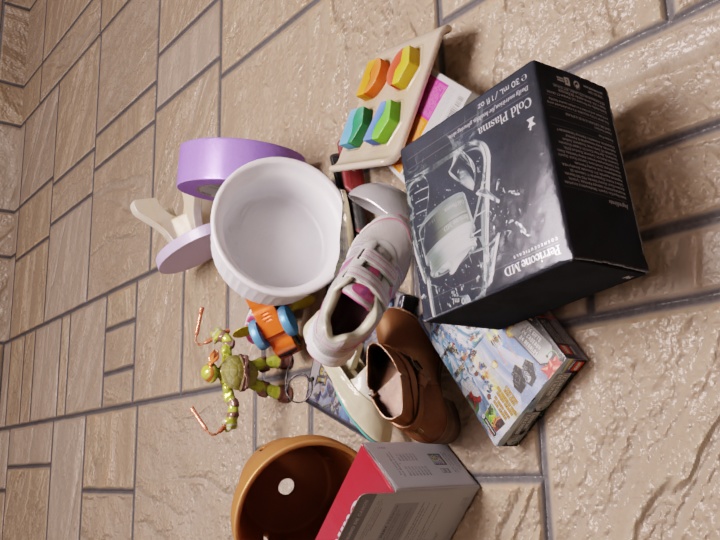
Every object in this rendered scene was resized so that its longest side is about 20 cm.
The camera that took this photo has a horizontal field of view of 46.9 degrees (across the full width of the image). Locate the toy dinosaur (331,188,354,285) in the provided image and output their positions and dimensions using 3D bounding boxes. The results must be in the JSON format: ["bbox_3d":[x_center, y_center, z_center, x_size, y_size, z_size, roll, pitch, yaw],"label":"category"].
[{"bbox_3d":[0.000,0.000,1.092,0.087,0.047,0.202,14,112,23],"label":"toy dinosaur"}]

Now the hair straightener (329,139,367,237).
[{"bbox_3d":[-0.011,-0.087,1.207,0.077,0.040,0.202,-49,51,56],"label":"hair straightener"}]

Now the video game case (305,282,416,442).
[{"bbox_3d":[-0.005,0.114,1.157,0.180,0.025,0.202,18,97,53],"label":"video game case"}]

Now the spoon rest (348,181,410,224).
[{"bbox_3d":[0.062,-0.069,1.055,0.199,0.099,0.061,15,79,46],"label":"spoon rest"}]

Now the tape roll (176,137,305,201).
[{"bbox_3d":[-0.187,-0.152,1.311,0.199,0.198,0.067,-6,78,53],"label":"tape roll"}]

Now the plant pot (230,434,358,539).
[{"bbox_3d":[-0.082,0.308,1.103,0.140,0.198,0.203,-169,88,-70],"label":"plant pot"}]

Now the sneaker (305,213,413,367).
[{"bbox_3d":[0.008,0.020,0.975,0.202,0.081,0.088,-63,4,-12],"label":"sneaker"}]

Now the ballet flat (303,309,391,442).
[{"bbox_3d":[-0.009,0.129,1.073,0.201,0.069,0.070,52,125,28],"label":"ballet flat"}]

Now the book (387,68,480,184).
[{"bbox_3d":[0.081,-0.179,1.036,0.135,0.048,0.200,-63,23,16],"label":"book"}]

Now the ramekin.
[{"bbox_3d":[-0.117,-0.048,1.171,0.098,0.198,0.203,134,134,-65],"label":"ramekin"}]

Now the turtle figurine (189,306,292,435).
[{"bbox_3d":[-0.181,0.149,1.273,0.064,0.160,0.202,-36,56,45],"label":"turtle figurine"}]

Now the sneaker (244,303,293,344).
[{"bbox_3d":[-0.138,0.029,1.319,0.088,0.073,0.202,-97,20,-56],"label":"sneaker"}]

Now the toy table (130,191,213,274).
[{"bbox_3d":[-0.315,-0.083,1.513,0.199,0.183,0.118,-30,76,37],"label":"toy table"}]

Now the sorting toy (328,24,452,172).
[{"bbox_3d":[0.030,-0.225,1.096,0.185,0.036,0.202,7,72,65],"label":"sorting toy"}]

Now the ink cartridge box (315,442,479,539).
[{"bbox_3d":[0.015,0.303,0.966,0.084,0.174,0.202,47,119,46],"label":"ink cartridge box"}]

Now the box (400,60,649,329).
[{"bbox_3d":[0.155,-0.064,0.831,0.199,0.123,0.199,-29,63,47],"label":"box"}]

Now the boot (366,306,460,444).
[{"bbox_3d":[0.044,0.107,0.977,0.073,0.154,0.201,-37,56,14],"label":"boot"}]

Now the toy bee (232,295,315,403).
[{"bbox_3d":[-0.128,0.092,1.248,0.109,0.129,0.203,-3,-91,-83],"label":"toy bee"}]

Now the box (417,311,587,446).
[{"bbox_3d":[0.152,0.076,0.940,0.138,0.040,0.201,-59,42,29],"label":"box"}]
